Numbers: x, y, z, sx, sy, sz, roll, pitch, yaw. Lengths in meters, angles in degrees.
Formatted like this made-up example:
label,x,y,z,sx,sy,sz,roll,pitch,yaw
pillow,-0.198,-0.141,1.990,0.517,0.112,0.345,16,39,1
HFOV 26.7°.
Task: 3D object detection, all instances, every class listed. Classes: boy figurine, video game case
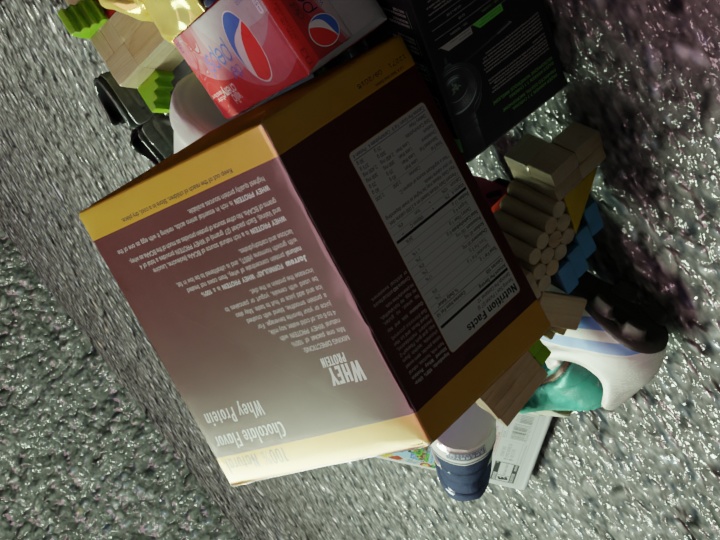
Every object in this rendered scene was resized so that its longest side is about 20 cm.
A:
label,x,y,z,sx,sy,sz,roll,pitch,yaw
boy figurine,-0.124,-0.210,1.138,0.199,0.064,0.125,8,135,47
video game case,0.074,0.137,1.361,0.179,0.023,0.201,12,154,4

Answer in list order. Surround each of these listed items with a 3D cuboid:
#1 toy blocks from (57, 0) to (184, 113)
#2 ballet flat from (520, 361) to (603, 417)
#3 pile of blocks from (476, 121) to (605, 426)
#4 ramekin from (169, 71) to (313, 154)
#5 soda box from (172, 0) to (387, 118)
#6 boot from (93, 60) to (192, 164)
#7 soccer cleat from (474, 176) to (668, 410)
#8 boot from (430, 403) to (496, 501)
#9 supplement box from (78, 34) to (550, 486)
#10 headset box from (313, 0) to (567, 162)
label,x,y,z,sx,sy,sz,roll,pitch,yaw
toy blocks,-0.180,-0.254,1.257,0.201,0.136,0.100,55,-157,14
ballet flat,0.151,0.088,1.184,0.070,0.068,0.200,34,166,-9
pile of blocks,0.107,-0.003,1.001,0.081,0.202,0.062,13,-168,-42
ramekin,-0.047,-0.072,1.124,0.202,0.201,0.095,38,126,38
soda box,-0.056,-0.151,0.952,0.070,0.063,0.200,55,163,-9
boot,-0.188,-0.203,1.359,0.201,0.131,0.070,59,161,-19
soccer cleat,0.126,0.017,1.066,0.200,0.069,0.087,43,130,25
boot,0.072,0.078,1.205,0.091,0.072,0.202,84,-175,-55
supplement box,-0.030,0.001,0.923,0.196,0.132,0.202,-19,104,47
headset box,0.023,-0.182,0.949,0.174,0.092,0.201,32,153,48
